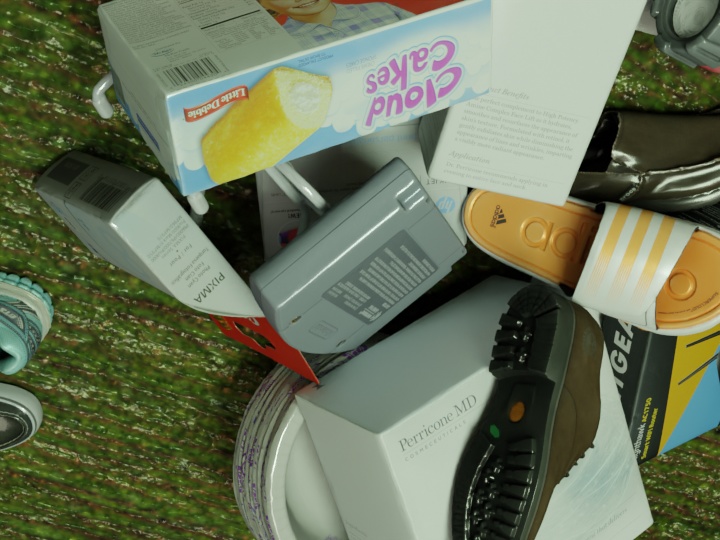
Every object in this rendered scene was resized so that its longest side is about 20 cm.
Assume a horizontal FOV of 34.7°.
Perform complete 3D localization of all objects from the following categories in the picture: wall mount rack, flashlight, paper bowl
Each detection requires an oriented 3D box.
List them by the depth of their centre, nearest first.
[{"bbox_3d":[0.281,-0.144,0.764,0.199,0.068,0.068,14,119,-32],"label":"flashlight"},{"bbox_3d":[-0.093,-0.060,0.773,0.075,0.200,0.174,-44,149,-4],"label":"wall mount rack"},{"bbox_3d":[-0.008,0.146,0.922,0.200,0.104,0.202,-7,103,-31],"label":"paper bowl"}]

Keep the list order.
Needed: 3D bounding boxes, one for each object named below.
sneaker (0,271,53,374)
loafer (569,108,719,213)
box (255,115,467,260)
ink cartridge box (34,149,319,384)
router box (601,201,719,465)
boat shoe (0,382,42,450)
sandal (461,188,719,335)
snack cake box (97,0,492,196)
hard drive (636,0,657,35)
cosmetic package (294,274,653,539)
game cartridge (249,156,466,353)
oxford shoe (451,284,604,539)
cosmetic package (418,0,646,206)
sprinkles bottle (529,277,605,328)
[{"bbox_3d":[-0.340,0.041,0.874,0.199,0.086,0.078,0,123,-4],"label":"sneaker"},{"bbox_3d":[0.202,-0.081,0.829,0.199,0.073,0.072,-19,123,9],"label":"loafer"},{"bbox_3d":[-0.002,-0.104,0.822,0.155,0.041,0.201,-5,123,-1],"label":"box"},{"bbox_3d":[-0.132,0.009,0.823,0.047,0.160,0.200,-45,121,-17],"label":"ink cartridge box"},{"bbox_3d":[0.253,0.045,0.890,0.149,0.051,0.201,-18,128,-29],"label":"router box"},{"bbox_3d":[-0.365,0.140,0.956,0.199,0.057,0.069,-7,124,2],"label":"boat shoe"},{"bbox_3d":[0.153,-0.011,0.781,0.206,0.059,0.080,18,99,26],"label":"sandal"},{"bbox_3d":[-0.036,-0.129,0.667,0.199,0.115,0.067,-21,133,-19],"label":"snack cake box"},{"bbox_3d":[0.209,-0.251,0.738,0.139,0.038,0.201,13,123,-11],"label":"hard drive"},{"bbox_3d":[0.088,0.140,0.850,0.199,0.123,0.201,-29,111,-26],"label":"cosmetic package"},{"bbox_3d":[0.000,0.000,0.763,0.133,0.200,0.041,-42,73,2],"label":"game cartridge"},{"bbox_3d":[0.119,0.118,0.751,0.084,0.073,0.201,22,84,-35],"label":"oxford shoe"},{"bbox_3d":[0.112,-0.149,0.736,0.101,0.074,0.201,11,121,-12],"label":"cosmetic package"},{"bbox_3d":[0.178,0.090,0.947,0.068,0.068,0.201,-9,124,3],"label":"sprinkles bottle"}]
